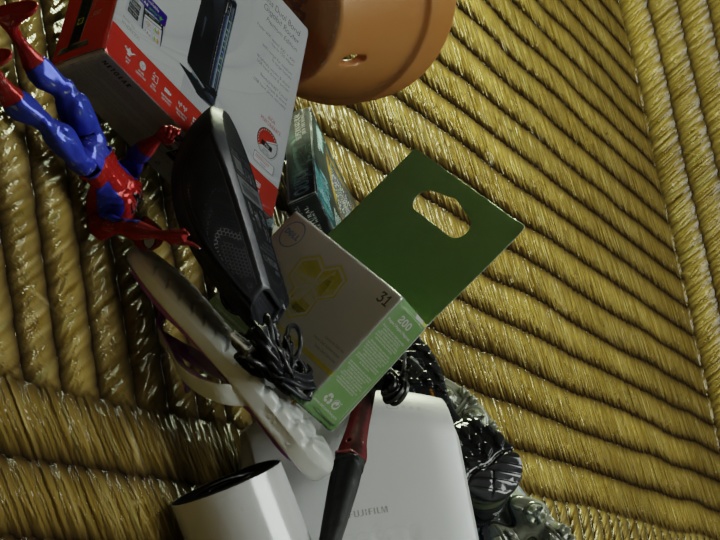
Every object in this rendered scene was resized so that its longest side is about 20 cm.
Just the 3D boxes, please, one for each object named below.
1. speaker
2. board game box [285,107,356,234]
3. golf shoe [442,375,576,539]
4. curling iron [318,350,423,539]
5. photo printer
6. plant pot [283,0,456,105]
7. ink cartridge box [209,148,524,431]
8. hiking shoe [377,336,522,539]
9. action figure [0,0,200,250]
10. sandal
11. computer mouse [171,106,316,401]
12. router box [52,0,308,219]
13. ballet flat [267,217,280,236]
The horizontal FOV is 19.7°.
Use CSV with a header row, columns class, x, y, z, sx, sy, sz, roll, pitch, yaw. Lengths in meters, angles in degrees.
class,x,y,z,sx,sy,sz,roll,pitch,yaw
speaker,-0.054,0.229,1.372,0.201,0.081,0.081,68,18,-3
board game box,-0.024,-0.041,1.719,0.200,0.028,0.136,-96,162,-66
golf shoe,0.090,0.173,1.699,0.201,0.078,0.097,56,-12,-4
curling iron,-0.001,0.122,1.419,0.026,0.049,0.200,42,43,-18
photo printer,0.002,0.186,1.478,0.069,0.165,0.201,125,-43,-71
plant pot,-0.042,-0.223,1.648,0.140,0.199,0.201,-26,101,-58
ink cartridge box,0.000,0.000,1.479,0.145,0.200,0.048,39,-5,45
hiking shoe,0.038,0.125,1.604,0.200,0.075,0.101,49,-35,27
action figure,-0.156,-0.080,1.314,0.200,0.098,0.065,61,41,-43
sandal,-0.098,0.068,1.390,0.203,0.050,0.082,48,4,6
computer mouse,-0.088,-0.011,1.370,0.139,0.052,0.201,50,23,-73
router box,-0.123,-0.158,1.468,0.200,0.049,0.180,45,42,-41
ballet flat,-0.053,0.016,1.596,0.200,0.074,0.075,51,29,-52
